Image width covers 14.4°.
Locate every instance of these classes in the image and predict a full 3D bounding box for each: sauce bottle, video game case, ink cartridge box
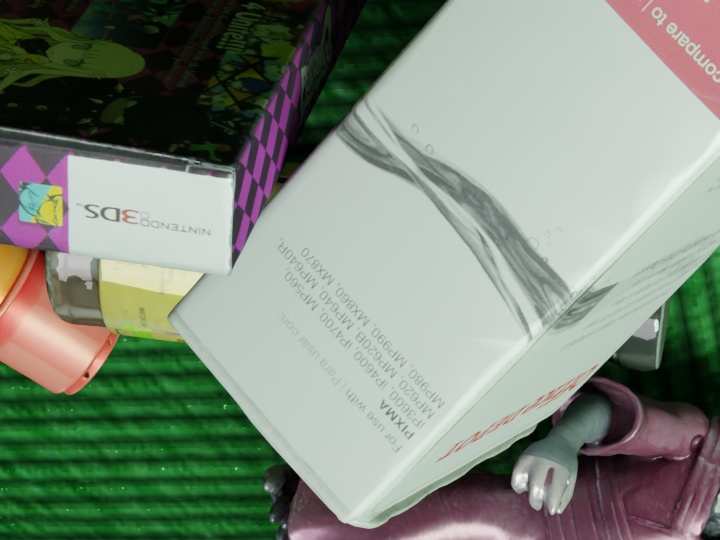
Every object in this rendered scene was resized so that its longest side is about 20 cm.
[{"bbox_3d":[0.000,0.000,0.918,0.200,0.065,0.065,8,133,10],"label":"sauce bottle"},{"bbox_3d":[-0.100,-0.068,0.790,0.181,0.200,0.036,7,118,7],"label":"video game case"},{"bbox_3d":[0.061,-0.035,0.776,0.085,0.146,0.200,46,115,11],"label":"ink cartridge box"}]

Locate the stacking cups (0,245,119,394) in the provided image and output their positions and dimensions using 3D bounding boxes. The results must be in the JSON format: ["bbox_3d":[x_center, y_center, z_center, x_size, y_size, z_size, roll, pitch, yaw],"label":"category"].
[{"bbox_3d":[-0.167,-0.026,0.945,0.200,0.061,0.061,32,132,-16],"label":"stacking cups"}]

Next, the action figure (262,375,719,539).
[{"bbox_3d":[0.076,0.093,0.936,0.200,0.149,0.134,-16,108,11],"label":"action figure"}]
